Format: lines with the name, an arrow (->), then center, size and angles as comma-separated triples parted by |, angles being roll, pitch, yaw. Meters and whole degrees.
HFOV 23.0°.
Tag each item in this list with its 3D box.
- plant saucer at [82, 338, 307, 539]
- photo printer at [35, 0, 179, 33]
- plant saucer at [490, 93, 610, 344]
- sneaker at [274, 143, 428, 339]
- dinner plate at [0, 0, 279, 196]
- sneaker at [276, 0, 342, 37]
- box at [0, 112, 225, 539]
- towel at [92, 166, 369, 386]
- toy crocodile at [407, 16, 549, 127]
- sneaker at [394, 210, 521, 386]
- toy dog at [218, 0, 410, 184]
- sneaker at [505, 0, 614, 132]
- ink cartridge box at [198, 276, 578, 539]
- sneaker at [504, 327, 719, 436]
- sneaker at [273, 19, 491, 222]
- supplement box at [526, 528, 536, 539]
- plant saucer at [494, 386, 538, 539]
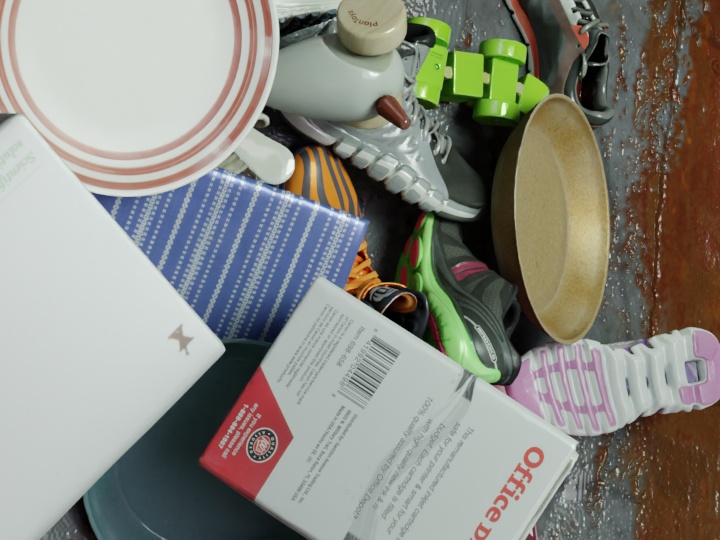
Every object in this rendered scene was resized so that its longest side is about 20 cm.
plant saucer -> -0.095, 0.135, 1.231 | 0.200, 0.036, 0.200 | -4, 110, -10
photo printer -> -0.147, -0.237, 1.160 | 0.166, 0.069, 0.200 | 5, 97, -32
plant saucer -> 0.149, -0.040, 1.415 | 0.200, 0.035, 0.200 | 9, 80, -61
sneaker -> 0.000, 0.000, 1.308 | 0.078, 0.112, 0.200 | -13, 93, -33
dinner plate -> -0.147, -0.147, 1.119 | 0.200, 0.024, 0.200 | -4, 101, -24
sneaker -> -0.089, -0.213, 1.284 | 0.200, 0.078, 0.086 | -11, 89, -38
box -> -0.235, 0.039, 1.068 | 0.199, 0.171, 0.200 | -45, 113, -16
towel -> -0.111, -0.002, 1.214 | 0.200, 0.024, 0.145 | 19, 103, -17
toy crocodile -> 0.072, -0.156, 1.417 | 0.200, 0.062, 0.068 | 11, 80, -32
sneaker -> 0.076, 0.023, 1.345 | 0.084, 0.077, 0.200 | 12, 38, -18
toy dog -> -0.044, -0.112, 1.222 | 0.200, 0.096, 0.132 | -30, 140, 5
sneaker -> 0.179, -0.210, 1.482 | 0.077, 0.082, 0.200 | -16, 96, -37
ink cartridge box -> 0.022, 0.119, 1.139 | 0.200, 0.084, 0.144 | 33, 90, 10
sneaker -> 0.204, 0.094, 1.480 | 0.200, 0.088, 0.081 | -5, 87, -24
sneaker -> 0.041, -0.122, 1.331 | 0.200, 0.075, 0.116 | 28, 111, -23
supplement box -> 0.041, 0.195, 1.270 | 0.061, 0.200, 0.109 | -10, 93, -36
plant saucer -> 0.098, 0.170, 1.355 | 0.051, 0.201, 0.201 | -12, 95, 7
